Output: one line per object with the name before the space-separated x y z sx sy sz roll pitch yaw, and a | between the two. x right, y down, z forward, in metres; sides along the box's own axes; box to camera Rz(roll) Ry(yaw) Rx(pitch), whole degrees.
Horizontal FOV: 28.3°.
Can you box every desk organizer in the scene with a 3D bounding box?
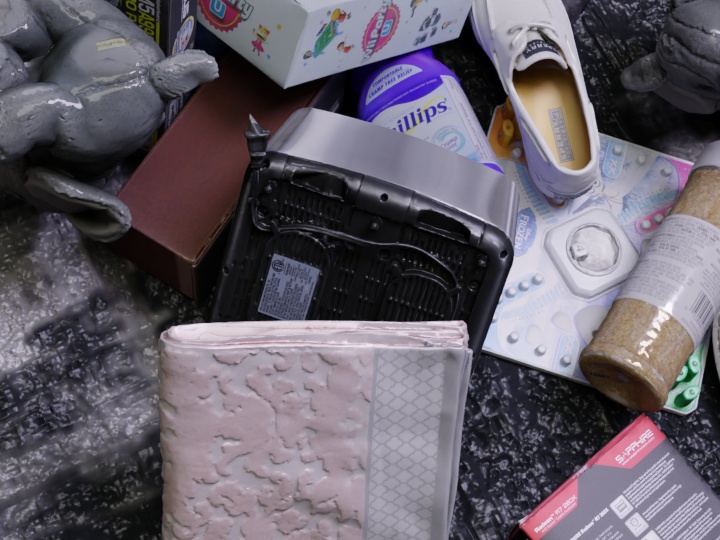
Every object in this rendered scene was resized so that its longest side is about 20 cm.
desk organizer | -0.094 -0.083 1.028 0.077 0.072 0.201 30 67 9

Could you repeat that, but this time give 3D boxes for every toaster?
toaster | 0.000 0.000 0.939 0.179 0.201 0.119 18 26 2

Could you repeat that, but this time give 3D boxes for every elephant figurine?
elephant figurine | -0.192 -0.087 0.943 0.141 0.201 0.155 -36 68 -23
elephant figurine | 0.257 -0.167 1.029 0.199 0.154 0.143 -2 81 -46

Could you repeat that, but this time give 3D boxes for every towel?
towel | -0.030 0.123 0.895 0.189 0.202 0.032 -1 29 -7

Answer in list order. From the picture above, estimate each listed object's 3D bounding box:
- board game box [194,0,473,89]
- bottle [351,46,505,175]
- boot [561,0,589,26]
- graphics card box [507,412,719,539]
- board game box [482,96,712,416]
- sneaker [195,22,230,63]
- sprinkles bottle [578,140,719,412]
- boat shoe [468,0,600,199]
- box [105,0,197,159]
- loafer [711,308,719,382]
board game box | -0.029 -0.212 1.012 0.147 0.065 0.199 40 38 23
bottle | 0.041 -0.111 1.048 0.083 0.065 0.201 -29 61 12
boot | 0.126 -0.286 1.136 0.150 0.073 0.200 -42 82 -19
graphics card box | 0.209 0.212 0.952 0.125 0.051 0.200 -37 75 -19
board game box | 0.173 -0.016 1.055 0.198 0.026 0.201 17 66 1
sneaker | -0.136 -0.228 1.087 0.089 0.078 0.201 25 42 -39
sprinkles bottle | 0.227 0.002 1.003 0.068 0.068 0.201 32 68 7
boat shoe | 0.128 -0.153 1.037 0.070 0.070 0.202 -14 80 -2
box | -0.193 -0.170 0.980 0.159 0.200 0.044 24 61 5
loafer | 0.310 0.107 1.011 0.072 0.063 0.201 -31 68 17
